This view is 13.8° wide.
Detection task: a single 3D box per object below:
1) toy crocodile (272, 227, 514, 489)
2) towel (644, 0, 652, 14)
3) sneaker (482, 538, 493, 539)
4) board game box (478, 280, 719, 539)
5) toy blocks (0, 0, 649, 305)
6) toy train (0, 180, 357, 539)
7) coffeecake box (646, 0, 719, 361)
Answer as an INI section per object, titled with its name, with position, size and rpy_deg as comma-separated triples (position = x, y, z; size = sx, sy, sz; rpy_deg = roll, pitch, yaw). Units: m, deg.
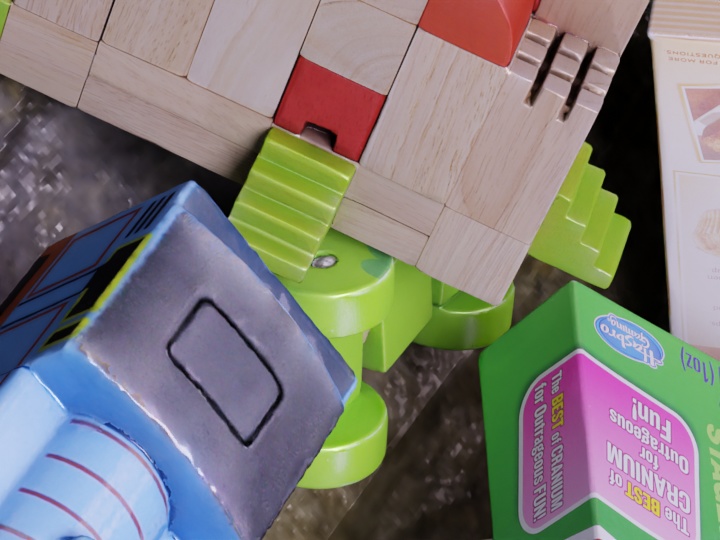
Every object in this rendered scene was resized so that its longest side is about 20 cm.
[toy crocodile]
position = 0.000, 0.000, 0.842
size = 0.200, 0.062, 0.068
rpy_deg = -42, 143, -46
[towel]
position = 0.005, -0.168, 0.906
size = 0.200, 0.086, 0.166
rpy_deg = 23, 55, -34
[sneaker]
position = 0.107, 0.122, 0.869
size = 0.200, 0.084, 0.075
rpy_deg = 25, 56, -35
[board game box]
position = 0.105, 0.116, 0.765
size = 0.153, 0.040, 0.200
rpy_deg = 28, 39, -28
[toy blocks]
position = -0.003, -0.082, 0.760
size = 0.200, 0.137, 0.100
rpy_deg = 25, 43, 0
[toy train]
position = -0.088, 0.068, 0.680
size = 0.087, 0.114, 0.200
rpy_deg = 50, 44, -15
[coffeecake box]
position = 0.138, -0.061, 0.914
size = 0.200, 0.073, 0.154
rpy_deg = 79, 21, -52
